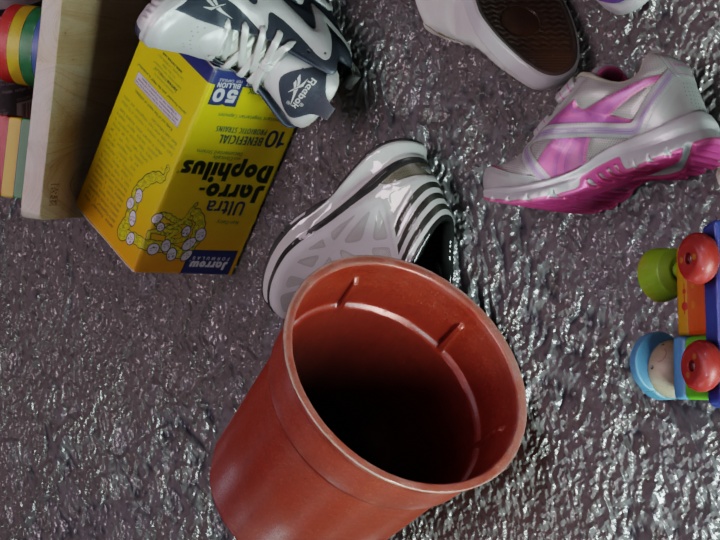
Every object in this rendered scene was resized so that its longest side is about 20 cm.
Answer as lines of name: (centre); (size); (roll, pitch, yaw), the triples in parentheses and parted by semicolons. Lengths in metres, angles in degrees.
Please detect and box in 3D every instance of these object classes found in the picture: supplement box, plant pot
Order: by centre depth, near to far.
plant pot: (-0.009, 0.124, 1.689); (0.195, 0.201, 0.201); (-49, 53, 46)
supplement box: (-0.143, -0.107, 1.900); (0.110, 0.109, 0.200); (46, 122, 40)

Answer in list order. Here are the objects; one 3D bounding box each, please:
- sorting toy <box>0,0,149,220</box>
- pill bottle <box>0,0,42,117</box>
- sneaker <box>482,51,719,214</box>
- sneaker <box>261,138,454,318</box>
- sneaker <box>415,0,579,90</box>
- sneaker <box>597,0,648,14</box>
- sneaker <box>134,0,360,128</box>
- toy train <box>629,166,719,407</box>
sorting toy: (-0.263, -0.150, 1.967); (0.070, 0.200, 0.199); (8, 95, 16)
pill bottle: (-0.340, -0.212, 2.004); (0.116, 0.116, 0.200); (26, 122, 46)
sneaker: (0.168, -0.096, 1.574); (0.200, 0.081, 0.088); (-18, 73, 38)
sneaker: (0.000, 0.000, 1.757); (0.201, 0.076, 0.115); (-48, 53, 33)
sneaker: (0.096, -0.192, 1.677); (0.200, 0.073, 0.085); (55, 151, 32)
sneaker: (0.148, -0.279, 1.593); (0.080, 0.088, 0.200); (-39, 59, 42)
sneaker: (-0.077, -0.171, 1.771); (0.079, 0.199, 0.130); (-47, 66, 29)
toy train: (0.230, -0.007, 1.500); (0.116, 0.085, 0.200); (-10, 81, 62)
